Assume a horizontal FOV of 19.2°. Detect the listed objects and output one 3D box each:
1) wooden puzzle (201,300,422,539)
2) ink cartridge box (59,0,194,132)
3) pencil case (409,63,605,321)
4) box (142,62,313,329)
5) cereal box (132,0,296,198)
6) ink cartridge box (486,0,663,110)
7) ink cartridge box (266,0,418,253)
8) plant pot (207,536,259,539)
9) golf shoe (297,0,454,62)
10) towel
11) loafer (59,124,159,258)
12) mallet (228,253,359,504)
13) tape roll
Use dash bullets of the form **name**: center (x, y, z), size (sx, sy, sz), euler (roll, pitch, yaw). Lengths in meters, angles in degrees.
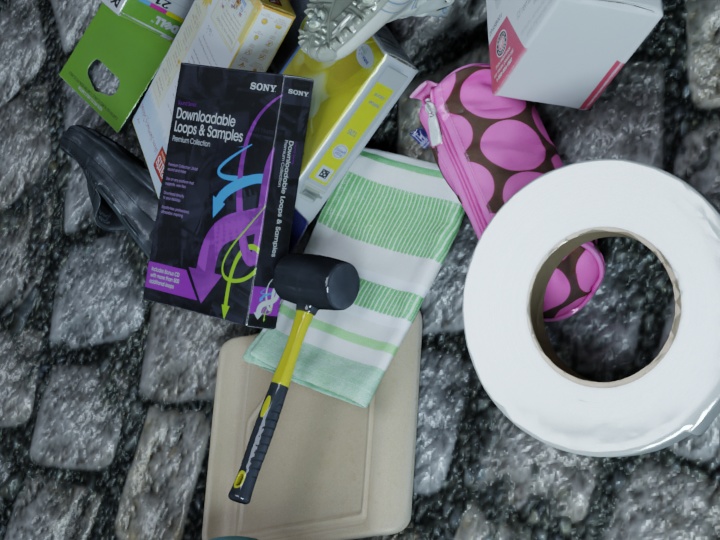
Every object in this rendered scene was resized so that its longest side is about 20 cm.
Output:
- **wooden puzzle**: center (-0.035, 0.127, 1.671), size (0.199, 0.037, 0.187), euler (-12, 64, 37)
- **ink cartridge box**: center (-0.231, -0.254, 1.999), size (0.201, 0.076, 0.148), euler (-58, 43, 9)
- **pencil case**: center (0.105, -0.059, 1.556), size (0.091, 0.093, 0.201), euler (-46, 47, 25)
- **box**: center (-0.108, -0.063, 1.715), size (0.142, 0.036, 0.202), euler (11, 92, 48)
- **cereal box**: center (-0.129, -0.172, 1.834), size (0.201, 0.039, 0.144), euler (-60, 29, 23)
- **ink cartridge box**: center (0.150, -0.242, 1.554), size (0.146, 0.084, 0.201), euler (125, 148, -59)
- **ink cartridge box**: center (-0.050, -0.135, 1.761), size (0.200, 0.047, 0.198), euler (-52, 33, 15)
- **plant pot**: center (-0.074, 0.292, 1.537), size (0.201, 0.199, 0.188), euler (-62, 27, 7)
- **golf shoe**: center (0.039, -0.219, 1.657), size (0.200, 0.097, 0.078), euler (-48, 39, -15)
- **towel**: center (0.000, 0.000, 1.662), size (0.152, 0.023, 0.201), euler (16, 73, 48)
- **loafer**: center (-0.219, -0.071, 1.916), size (0.071, 0.068, 0.200), euler (-54, 46, 1)
- **mallet**: center (-0.052, 0.081, 1.617), size (0.066, 0.041, 0.201), euler (-1, 67, 40)
- **tape roll**: center (0.167, 0.026, 1.433), size (0.201, 0.037, 0.205), euler (-2, 84, 21)
